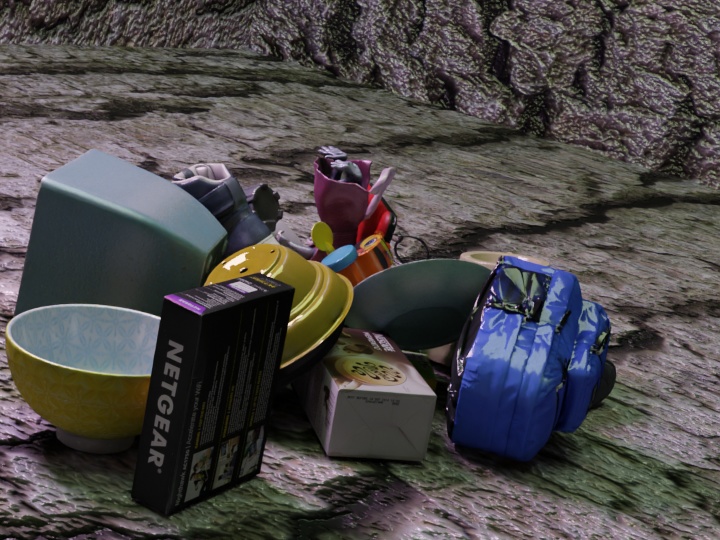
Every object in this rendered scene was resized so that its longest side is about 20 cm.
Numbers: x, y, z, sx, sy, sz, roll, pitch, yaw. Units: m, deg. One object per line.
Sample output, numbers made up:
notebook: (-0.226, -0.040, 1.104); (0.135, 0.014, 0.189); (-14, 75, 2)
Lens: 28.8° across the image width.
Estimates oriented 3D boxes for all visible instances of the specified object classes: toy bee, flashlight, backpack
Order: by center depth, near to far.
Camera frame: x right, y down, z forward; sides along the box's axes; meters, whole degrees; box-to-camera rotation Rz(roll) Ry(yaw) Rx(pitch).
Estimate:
backpack: (0.184, 0.107, 1.567); (0.166, 0.164, 0.201); (15, 44, 16)
toy bee: (0.000, 0.000, 1.715); (0.197, 0.133, 0.109); (-3, 23, 14)
flashlight: (-0.176, -0.071, 1.845); (0.068, 0.068, 0.199); (41, -32, -22)

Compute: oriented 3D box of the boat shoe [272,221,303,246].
boat shoe: (-0.117, 0.004, 1.815); (0.072, 0.065, 0.201); (47, 21, -21)

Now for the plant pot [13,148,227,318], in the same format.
plant pot: (-0.267, -0.008, 1.641); (0.198, 0.198, 0.196); (16, 16, 3)

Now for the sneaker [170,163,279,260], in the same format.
sneaker: (-0.204, -0.051, 1.766); (0.201, 0.147, 0.077); (-28, 8, 40)

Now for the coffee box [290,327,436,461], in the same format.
coffee box: (-0.001, 0.133, 1.563); (0.112, 0.081, 0.200); (6, 16, -16)

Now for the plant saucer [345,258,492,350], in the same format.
plant saucer: (0.076, 0.053, 1.676); (0.198, 0.201, 0.039); (4, 59, -21)

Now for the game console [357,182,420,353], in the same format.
game console: (0.041, -0.004, 1.872); (0.117, 0.174, 0.200); (17, 13, -15)

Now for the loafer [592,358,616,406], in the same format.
loafer: (0.238, 0.138, 1.737); (0.199, 0.073, 0.063); (-9, 20, -43)

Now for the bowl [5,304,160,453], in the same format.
bowl: (-0.258, 0.117, 1.399); (0.197, 0.109, 0.200); (10, 15, -3)

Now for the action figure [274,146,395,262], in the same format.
action figure: (-0.022, -0.052, 1.801); (0.147, 0.203, 0.134); (9, 19, 18)

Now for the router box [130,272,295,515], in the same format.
router box: (-0.137, 0.113, 1.320); (0.051, 0.202, 0.149); (20, 18, 28)

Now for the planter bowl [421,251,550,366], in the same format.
planter bowl: (0.184, 0.049, 1.834); (0.197, 0.137, 0.200); (6, 9, -1)

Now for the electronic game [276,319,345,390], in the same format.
electronic game: (-0.109, 0.083, 1.583); (0.198, 0.042, 0.201); (-22, 27, 11)

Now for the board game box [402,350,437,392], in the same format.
board game box: (-0.009, 0.115, 1.727); (0.197, 0.030, 0.096); (11, 15, -8)

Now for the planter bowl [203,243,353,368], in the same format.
planter bowl: (-0.113, 0.029, 1.543); (0.198, 0.084, 0.201); (-22, 27, 12)
